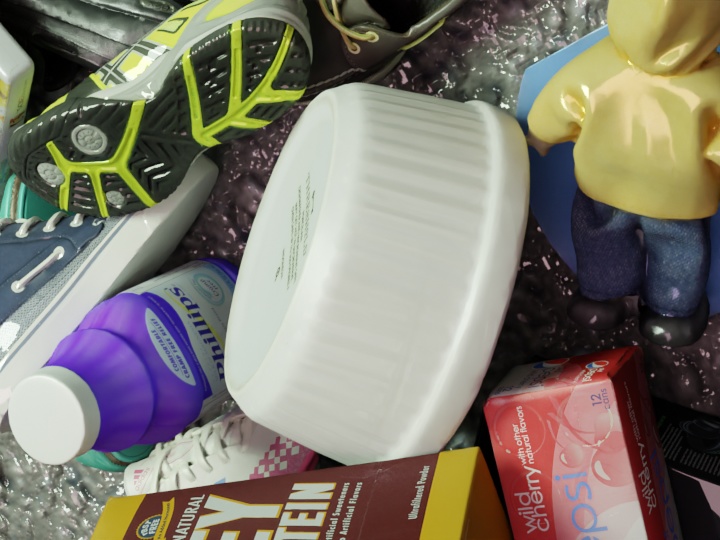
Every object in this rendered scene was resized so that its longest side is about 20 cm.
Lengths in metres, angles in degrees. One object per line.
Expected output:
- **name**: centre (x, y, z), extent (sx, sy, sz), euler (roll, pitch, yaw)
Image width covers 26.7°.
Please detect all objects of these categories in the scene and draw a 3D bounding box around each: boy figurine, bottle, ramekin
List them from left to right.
- **bottle**: centre (-0.117, 0.051, 0.836), extent (0.065, 0.200, 0.084), euler (-34, 88, 26)
- **ramekin**: centre (0.000, 0.000, 0.763), extent (0.093, 0.203, 0.204), euler (17, 113, -14)
- **boy figurine**: centre (0.134, -0.065, 0.717), extent (0.123, 0.064, 0.203), euler (11, 120, 22)

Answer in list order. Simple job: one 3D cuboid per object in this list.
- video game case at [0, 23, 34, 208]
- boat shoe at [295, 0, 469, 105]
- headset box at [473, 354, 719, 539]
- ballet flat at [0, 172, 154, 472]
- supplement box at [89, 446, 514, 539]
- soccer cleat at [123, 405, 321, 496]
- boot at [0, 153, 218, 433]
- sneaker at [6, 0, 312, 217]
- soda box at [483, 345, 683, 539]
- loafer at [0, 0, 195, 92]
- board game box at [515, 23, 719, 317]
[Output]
- **video game case**: centre (-0.270, -0.146, 0.897), extent (0.200, 0.023, 0.182), euler (49, 152, 6)
- **boat shoe**: centre (0.013, -0.151, 0.805), extent (0.200, 0.060, 0.072), euler (-33, 89, 27)
- **headset box**: centre (0.139, 0.161, 0.812), extent (0.198, 0.093, 0.176), euler (19, 109, 18)
- **ballet flat**: centre (-0.188, 0.033, 0.941), extent (0.070, 0.067, 0.203), euler (-16, 95, 45)
- **supplement box**: centre (-0.017, 0.212, 0.723), extent (0.197, 0.133, 0.199), euler (-10, 122, 20)
- **soccer cleat**: centre (-0.089, 0.122, 0.903), extent (0.086, 0.070, 0.201), euler (28, 117, -18)
- **boot**: centre (-0.174, -0.011, 0.870), extent (0.090, 0.073, 0.200), euler (38, 73, 7)
- **sneaker**: centre (-0.106, -0.094, 0.825), extent (0.198, 0.077, 0.076), euler (-22, 126, 24)
- **soda box**: centre (0.119, 0.144, 0.730), extent (0.069, 0.063, 0.203), euler (-11, 97, 25)
- **loafer**: centre (-0.184, -0.141, 0.888), extent (0.198, 0.068, 0.071), euler (16, 99, 16)
- **board game box**: centre (0.180, -0.066, 0.770), extent (0.199, 0.039, 0.159), euler (-27, 97, 32)
